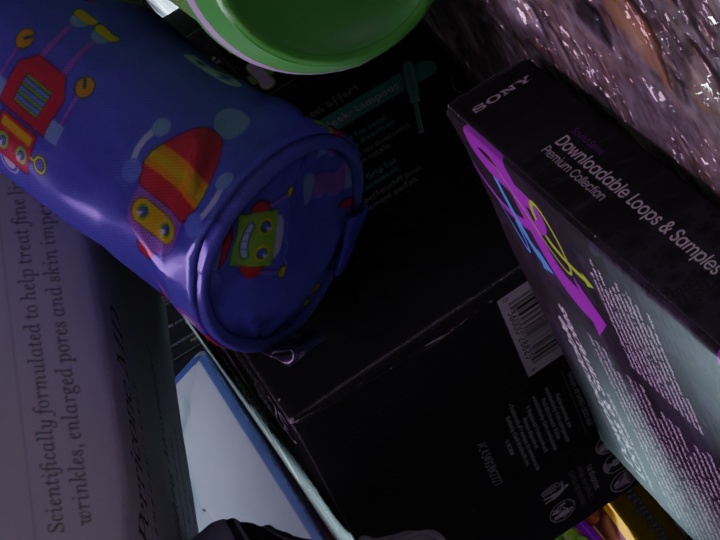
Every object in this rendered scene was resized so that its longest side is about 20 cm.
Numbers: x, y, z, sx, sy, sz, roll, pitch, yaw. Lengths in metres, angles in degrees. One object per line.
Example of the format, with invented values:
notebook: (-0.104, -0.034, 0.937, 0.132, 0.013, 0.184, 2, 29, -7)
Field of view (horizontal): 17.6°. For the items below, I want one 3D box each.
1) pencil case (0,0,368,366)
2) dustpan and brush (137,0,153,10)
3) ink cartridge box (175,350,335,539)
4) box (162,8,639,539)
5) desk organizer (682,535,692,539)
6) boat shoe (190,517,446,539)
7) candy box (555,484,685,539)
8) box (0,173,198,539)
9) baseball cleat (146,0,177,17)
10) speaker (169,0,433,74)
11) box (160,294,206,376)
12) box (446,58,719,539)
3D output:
pencil case: (-0.080, -0.051, 0.765, 0.200, 0.078, 0.087, 36, -159, 33)
dustpan and brush: (-0.127, -0.190, 1.126, 0.140, 0.057, 0.201, -64, -50, -85)
ink cartridge box: (-0.007, 0.138, 0.978, 0.200, 0.076, 0.137, 41, -171, -44)
box: (0.000, 0.000, 0.852, 0.200, 0.124, 0.149, 51, 170, 41)
desk organizer: (0.074, 0.170, 0.756, 0.072, 0.199, 0.077, 61, 171, -25)
boat shoe: (0.014, 0.118, 0.736, 0.074, 0.068, 0.199, 52, 168, -30)
candy box: (0.079, 0.105, 0.950, 0.200, 0.026, 0.102, 54, 142, 17)
box: (-0.166, 0.078, 0.823, 0.131, 0.199, 0.200, 68, -173, -51)
baseball cleat: (-0.066, -0.136, 1.033, 0.106, 0.070, 0.200, 47, 179, 31)
speaker: (-0.035, -0.116, 0.737, 0.089, 0.088, 0.200, 60, 174, -20)
box: (-0.054, 0.037, 1.079, 0.048, 0.200, 0.159, -16, 104, 58)
box: (0.100, 0.036, 0.649, 0.200, 0.036, 0.143, 47, 166, 56)
